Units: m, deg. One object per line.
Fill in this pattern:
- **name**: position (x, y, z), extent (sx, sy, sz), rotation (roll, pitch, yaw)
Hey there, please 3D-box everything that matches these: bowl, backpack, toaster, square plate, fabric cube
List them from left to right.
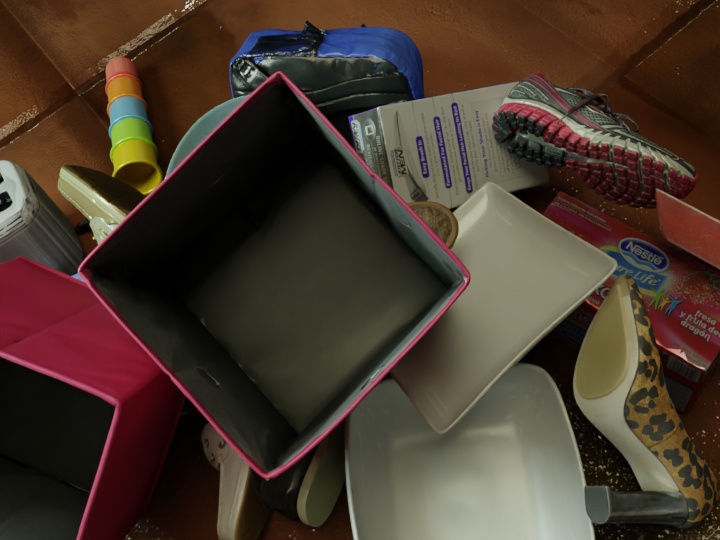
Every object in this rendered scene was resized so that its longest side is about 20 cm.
- **toaster**: position (-0.397, -0.030, 0.921), extent (0.198, 0.130, 0.114), rotation (-29, 59, -8)
- **fabric cube**: position (-0.271, 0.126, 0.691), extent (0.197, 0.199, 0.199), rotation (21, 103, 2)
- **fabric cube**: position (-0.053, 0.009, 0.650), extent (0.196, 0.199, 0.200), rotation (-44, 86, -1)
- **backpack**: position (-0.025, -0.196, 0.933), extent (0.196, 0.164, 0.169), rotation (1, 39, 13)
- **bowl**: position (0.088, 0.188, 0.726), extent (0.196, 0.075, 0.203), rotation (-7, 60, 0)
- **square plate**: position (0.098, 0.027, 0.744), extent (0.198, 0.029, 0.200), rotation (-43, 36, -1)

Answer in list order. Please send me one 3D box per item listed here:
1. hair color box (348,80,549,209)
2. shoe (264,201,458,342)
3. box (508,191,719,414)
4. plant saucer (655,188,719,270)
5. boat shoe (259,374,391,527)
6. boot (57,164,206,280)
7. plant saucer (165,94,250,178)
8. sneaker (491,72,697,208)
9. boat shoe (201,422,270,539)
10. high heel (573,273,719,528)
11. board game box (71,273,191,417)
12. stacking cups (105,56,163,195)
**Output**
- **hair color box**: position (0.093, -0.121, 0.852), extent (0.197, 0.111, 0.064), rotation (-16, 9, -30)
- **shoe**: position (0.000, 0.000, 0.775), extent (0.198, 0.053, 0.071), rotation (-30, 85, 2)
- **box**: position (0.243, 0.028, 0.784), extent (0.199, 0.100, 0.096), rotation (31, 69, 26)
- **plant saucer**: position (0.360, 0.002, 0.743), extent (0.199, 0.199, 0.037), rotation (35, 104, 29)
- **boat shoe**: position (-0.026, 0.136, 0.785), extent (0.062, 0.074, 0.203), rotation (9, 54, 32)
- **boot**: position (-0.240, 0.006, 0.816), extent (0.199, 0.072, 0.156), rotation (37, 108, 13)
- **plant saucer**: position (-0.097, -0.070, 0.832), extent (0.197, 0.039, 0.205), rotation (-1, 86, 10)
- **sneaker**: position (0.227, -0.129, 0.801), extent (0.198, 0.081, 0.075), rotation (30, 67, 15)
- **boat shoe**: position (-0.116, 0.162, 0.792), extent (0.068, 0.071, 0.202), rotation (-3, 51, 10)
- **high heel**: position (0.251, 0.111, 0.707), extent (0.140, 0.071, 0.204), rotation (9, 82, -29)
- **board game box**: position (-0.268, 0.085, 0.882), extent (0.134, 0.035, 0.202), rotation (-23, 58, -3)
- **stacking cups**: position (-0.288, -0.181, 1.039), extent (0.060, 0.061, 0.202), rotation (-20, 54, -2)
